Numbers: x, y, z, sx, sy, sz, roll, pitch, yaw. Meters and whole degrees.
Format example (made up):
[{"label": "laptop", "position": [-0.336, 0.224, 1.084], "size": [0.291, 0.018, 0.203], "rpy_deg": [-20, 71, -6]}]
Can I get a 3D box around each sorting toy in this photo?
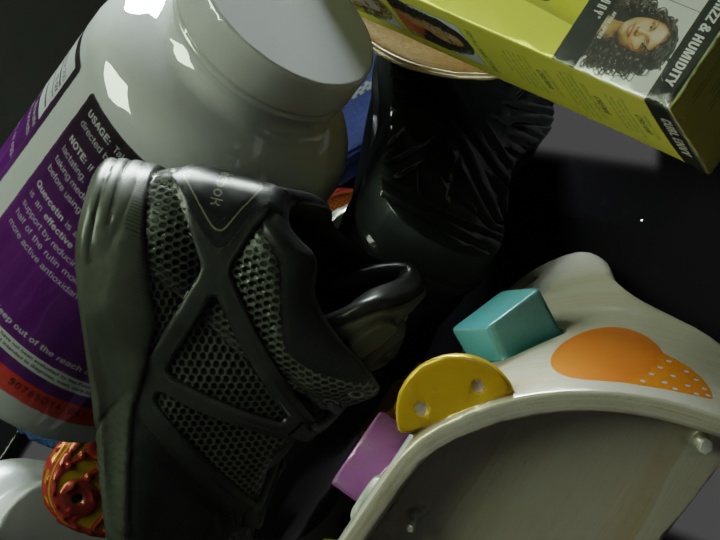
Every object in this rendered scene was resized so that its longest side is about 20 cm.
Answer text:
[{"label": "sorting toy", "position": [0.043, 0.070, 0.905], "size": [0.200, 0.106, 0.180], "rpy_deg": [-56, 7, 22]}]

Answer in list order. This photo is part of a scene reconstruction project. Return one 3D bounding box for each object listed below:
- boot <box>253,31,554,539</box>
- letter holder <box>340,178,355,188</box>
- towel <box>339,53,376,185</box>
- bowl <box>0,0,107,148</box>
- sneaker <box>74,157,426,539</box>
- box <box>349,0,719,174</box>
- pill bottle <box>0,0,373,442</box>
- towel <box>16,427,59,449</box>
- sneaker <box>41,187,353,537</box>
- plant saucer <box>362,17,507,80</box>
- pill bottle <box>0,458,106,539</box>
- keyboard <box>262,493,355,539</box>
[{"label": "boot", "position": [0.000, 0.000, 1.018], "size": [0.168, 0.076, 0.200], "rpy_deg": [-55, 10, 32]}, {"label": "letter holder", "position": [-0.095, -0.009, 1.228], "size": [0.201, 0.100, 0.142], "rpy_deg": [-63, 26, 8]}, {"label": "towel", "position": [-0.046, -0.124, 1.119], "size": [0.144, 0.024, 0.201], "rpy_deg": [-30, 71, 5]}, {"label": "bowl", "position": [-0.136, -0.099, 1.116], "size": [0.200, 0.039, 0.202], "rpy_deg": [11, 106, 47]}, {"label": "sneaker", "position": [-0.035, 0.054, 0.899], "size": [0.076, 0.113, 0.201], "rpy_deg": [-70, -19, -59]}, {"label": "box", "position": [0.062, -0.109, 0.920], "size": [0.200, 0.050, 0.075], "rpy_deg": [29, 79, 37]}, {"label": "pill bottle", "position": [-0.080, -0.032, 0.968], "size": [0.200, 0.112, 0.113], "rpy_deg": [-49, 29, 33]}, {"label": "towel", "position": [-0.082, 0.002, 1.162], "size": [0.049, 0.111, 0.201], "rpy_deg": [-17, -53, -81]}, {"label": "sneaker", "position": [-0.057, 0.042, 1.095], "size": [0.200, 0.073, 0.077], "rpy_deg": [-40, 20, -15]}, {"label": "plant saucer", "position": [0.075, -0.154, 0.994], "size": [0.199, 0.035, 0.201], "rpy_deg": [-13, 58, 21]}, {"label": "pill bottle", "position": [-0.181, 0.152, 1.244], "size": [0.200, 0.111, 0.112], "rpy_deg": [-19, 52, 59]}, {"label": "keyboard", "position": [-0.064, 0.128, 1.089], "size": [0.199, 0.040, 0.104], "rpy_deg": [-27, 33, 27]}]
